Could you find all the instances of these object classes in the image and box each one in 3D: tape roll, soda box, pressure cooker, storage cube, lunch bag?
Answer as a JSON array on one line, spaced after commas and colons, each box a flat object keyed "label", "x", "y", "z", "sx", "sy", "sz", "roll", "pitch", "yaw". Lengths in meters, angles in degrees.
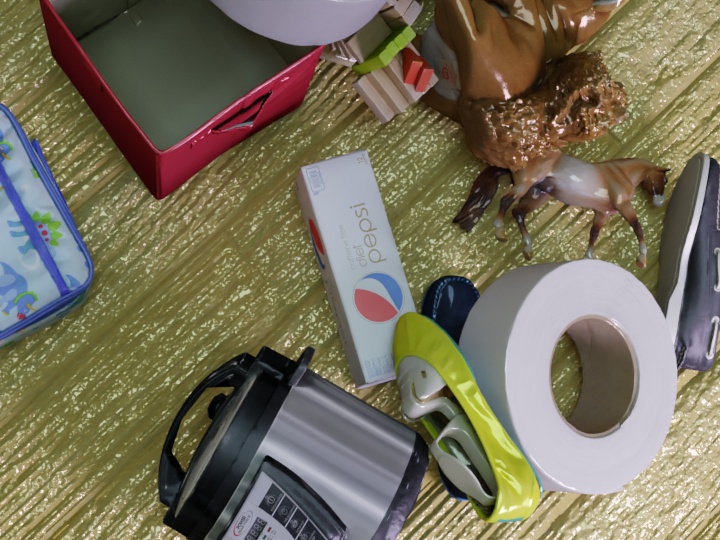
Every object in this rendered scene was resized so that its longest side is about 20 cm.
[{"label": "tape roll", "x": -0.053, "y": -0.280, "z": 1.101, "sx": 0.200, "sy": 0.066, "sz": 0.201, "roll": 15, "pitch": 59, "yaw": -25}, {"label": "soda box", "x": 0.000, "y": 0.000, "z": 1.230, "sx": 0.063, "sy": 0.068, "sz": 0.201, "roll": -15, "pitch": 83, "yaw": -11}, {"label": "pressure cooker", "x": -0.065, "y": 0.169, "z": 1.140, "sx": 0.200, "sy": 0.179, "sz": 0.176, "roll": 31, "pitch": 65, "yaw": -3}, {"label": "storage cube", "x": -0.154, "y": -0.189, "z": 1.183, "sx": 0.171, "sy": 0.180, "sz": 0.200, "roll": -36, "pitch": 88, "yaw": -12}, {"label": "lunch bag", "x": -0.328, "y": -0.036, "z": 1.183, "sx": 0.160, "sy": 0.082, "sz": 0.201, "roll": -27, "pitch": 86, "yaw": -14}, {"label": "tape roll", "x": 0.181, "y": 0.092, "z": 1.201, "sx": 0.202, "sy": 0.071, "sz": 0.203, "roll": 3, "pitch": 84, "yaw": -34}]

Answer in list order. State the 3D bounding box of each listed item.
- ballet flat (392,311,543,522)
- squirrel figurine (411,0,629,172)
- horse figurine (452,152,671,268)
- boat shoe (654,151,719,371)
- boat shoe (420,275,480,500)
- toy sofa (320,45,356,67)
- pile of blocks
[{"label": "ballet flat", "x": 0.073, "y": 0.120, "z": 1.127, "sx": 0.067, "sy": 0.067, "sz": 0.200, "roll": -18, "pitch": 65, "yaw": -39}, {"label": "squirrel figurine", "x": 0.160, "y": -0.194, "z": 1.260, "sx": 0.186, "sy": 0.142, "sz": 0.200, "roll": -24, "pitch": 76, "yaw": -25}, {"label": "horse figurine", "x": 0.188, "y": -0.066, "z": 1.270, "sx": 0.199, "sy": 0.050, "sz": 0.133, "roll": 9, "pitch": 59, "yaw": 1}, {"label": "boat shoe", "x": 0.312, "y": -0.007, "z": 1.274, "sx": 0.060, "sy": 0.074, "sz": 0.201, "roll": 12, "pitch": 82, "yaw": -6}, {"label": "boat shoe", "x": 0.100, "y": 0.100, "z": 1.227, "sx": 0.084, "sy": 0.069, "sz": 0.201, "roll": -9, "pitch": 82, "yaw": -10}, {"label": "toy sofa", "x": -0.024, "y": -0.294, "z": 1.278, "sx": 0.083, "sy": 0.097, "sz": 0.201, "roll": 11, "pitch": 78, "yaw": -31}, {"label": "pile of blocks", "x": 0.014, "y": -0.232, "z": 1.201, "sx": 0.082, "sy": 0.062, "sz": 0.201, "roll": -21, "pitch": 95, "yaw": -33}]
